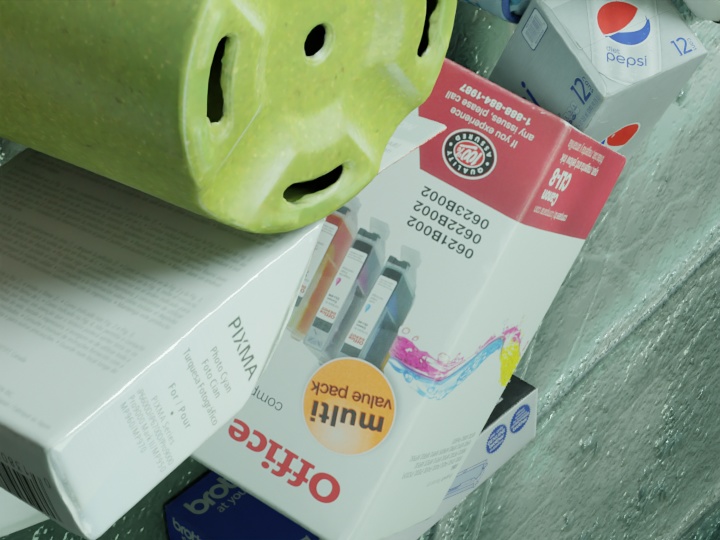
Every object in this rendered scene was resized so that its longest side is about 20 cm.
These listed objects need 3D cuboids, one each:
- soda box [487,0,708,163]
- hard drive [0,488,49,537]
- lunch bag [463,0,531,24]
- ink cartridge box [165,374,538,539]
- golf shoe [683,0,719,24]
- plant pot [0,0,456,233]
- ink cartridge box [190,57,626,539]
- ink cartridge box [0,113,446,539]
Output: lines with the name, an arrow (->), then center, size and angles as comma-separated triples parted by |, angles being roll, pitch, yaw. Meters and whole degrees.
soda box -> 0.099, -0.071, 0.898 | 0.068, 0.064, 0.200 | -25, 162, -24
hard drive -> -0.176, 0.064, 0.746 | 0.199, 0.027, 0.133 | -15, 126, -47
lunch bag -> 0.110, -0.224, 0.862 | 0.160, 0.082, 0.201 | -16, 127, -46
ink cartridge box -> -0.001, 0.110, 0.956 | 0.200, 0.094, 0.044 | -36, 140, -33
golf shoe -> 0.107, -0.170, 0.776 | 0.094, 0.078, 0.200 | -34, 130, 10
plant pot -> -0.074, -0.107, 0.608 | 0.200, 0.184, 0.201 | -34, 140, -35
ink cartridge box -> 0.000, 0.000, 0.777 | 0.201, 0.145, 0.145 | -63, 164, 7
ink cartridge box -> -0.084, -0.004, 0.656 | 0.200, 0.160, 0.047 | -39, 130, -30
